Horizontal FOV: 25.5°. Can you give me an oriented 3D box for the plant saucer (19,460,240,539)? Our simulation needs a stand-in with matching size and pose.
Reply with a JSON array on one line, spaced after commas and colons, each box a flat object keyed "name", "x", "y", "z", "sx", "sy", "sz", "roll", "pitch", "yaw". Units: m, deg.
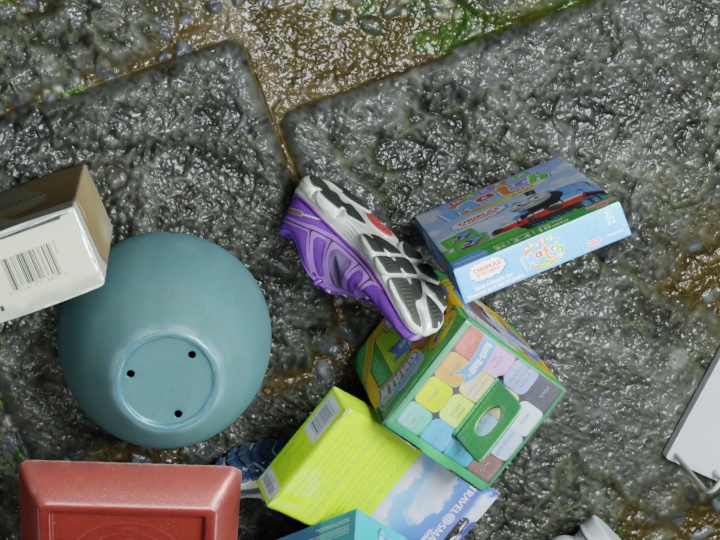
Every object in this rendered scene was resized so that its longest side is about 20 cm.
[{"name": "plant saucer", "x": -0.215, "y": 0.264, "z": 1.479, "sx": 0.200, "sy": 0.037, "sz": 0.200, "roll": 2, "pitch": 126, "yaw": -6}]

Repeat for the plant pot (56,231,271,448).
[{"name": "plant pot", "x": -0.175, "y": 0.078, "z": 1.430, "sx": 0.200, "sy": 0.135, "sz": 0.201, "roll": -2, "pitch": 105, "yaw": -7}]

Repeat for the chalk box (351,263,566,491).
[{"name": "chalk box", "x": 0.089, "y": 0.102, "z": 1.434, "sx": 0.124, "sy": 0.200, "sz": 0.125, "roll": 36, "pitch": 97, "yaw": -19}]

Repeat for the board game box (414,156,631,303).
[{"name": "board game box", "x": 0.137, "y": -0.040, "z": 1.407, "sx": 0.151, "sy": 0.200, "sz": 0.037, "roll": -23, "pitch": 106, "yaw": -2}]

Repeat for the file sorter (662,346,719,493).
[{"name": "file sorter", "x": 0.427, "y": 0.178, "z": 1.546, "sx": 0.200, "sy": 0.125, "sz": 0.139, "roll": 24, "pitch": 101, "yaw": -14}]

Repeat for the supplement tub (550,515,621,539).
[{"name": "supplement tub", "x": 0.193, "y": 0.349, "z": 1.550, "sx": 0.200, "sy": 0.140, "sz": 0.140, "roll": -42, "pitch": 106, "yaw": 5}]

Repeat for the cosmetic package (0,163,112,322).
[{"name": "cosmetic package", "x": -0.272, "y": -0.026, "z": 1.354, "sx": 0.105, "sy": 0.200, "sz": 0.071, "roll": -21, "pitch": 106, "yaw": -3}]

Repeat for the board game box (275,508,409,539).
[{"name": "board game box", "x": 0.006, "y": 0.302, "z": 1.489, "sx": 0.151, "sy": 0.047, "sz": 0.200, "roll": -26, "pitch": 134, "yaw": 34}]

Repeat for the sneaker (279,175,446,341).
[{"name": "sneaker", "x": 0.000, "y": 0.000, "z": 1.427, "sx": 0.081, "sy": 0.200, "sz": 0.084, "roll": 8, "pitch": 122, "yaw": -49}]

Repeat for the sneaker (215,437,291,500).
[{"name": "sneaker", "x": -0.047, "y": 0.207, "z": 1.515, "sx": 0.200, "sy": 0.077, "sz": 0.085, "roll": -7, "pitch": 110, "yaw": -6}]

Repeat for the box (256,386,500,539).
[{"name": "box", "x": 0.019, "y": 0.199, "z": 1.470, "sx": 0.200, "sy": 0.048, "sz": 0.122, "roll": 32, "pitch": 104, "yaw": -33}]
